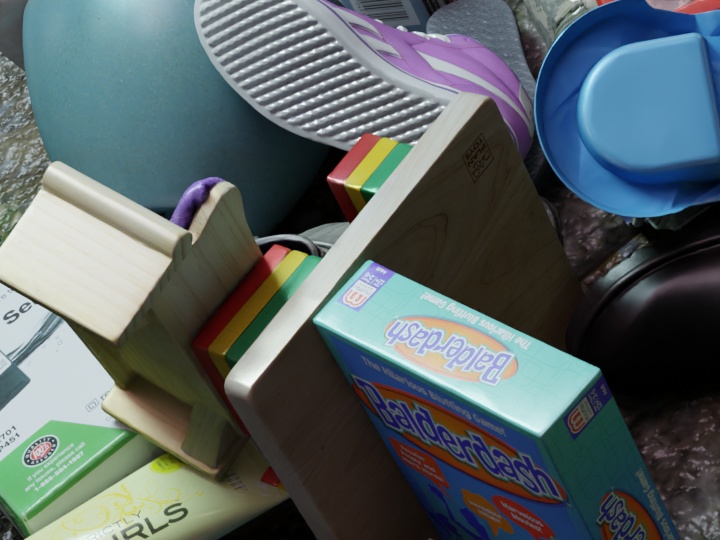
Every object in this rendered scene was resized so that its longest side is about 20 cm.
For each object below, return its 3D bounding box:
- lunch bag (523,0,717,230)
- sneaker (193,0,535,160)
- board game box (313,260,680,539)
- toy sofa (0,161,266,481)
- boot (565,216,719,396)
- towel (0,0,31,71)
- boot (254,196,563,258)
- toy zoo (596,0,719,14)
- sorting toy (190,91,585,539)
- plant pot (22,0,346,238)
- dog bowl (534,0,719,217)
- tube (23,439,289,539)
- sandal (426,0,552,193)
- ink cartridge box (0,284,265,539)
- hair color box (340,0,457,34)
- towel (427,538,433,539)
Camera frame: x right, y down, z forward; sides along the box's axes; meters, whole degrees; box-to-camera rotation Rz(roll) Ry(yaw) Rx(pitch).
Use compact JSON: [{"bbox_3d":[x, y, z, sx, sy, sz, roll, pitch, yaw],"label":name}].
[{"bbox_3d":[0.202,-0.132,1.384,0.200,0.139,0.168,-28,65,0],"label":"lunch bag"},{"bbox_3d":[0.006,-0.114,1.409,0.200,0.073,0.114,33,29,2],"label":"sneaker"},{"bbox_3d":[0.076,0.097,1.175,0.045,0.200,0.152,-46,43,-19],"label":"board game box"},{"bbox_3d":[-0.098,0.017,1.244,0.083,0.200,0.098,28,75,23],"label":"toy sofa"},{"bbox_3d":[0.215,0.042,1.244,0.211,0.080,0.158,-23,41,6],"label":"boot"},{"bbox_3d":[-0.119,-0.147,1.540,0.199,0.191,0.032,-8,67,21],"label":"towel"},{"bbox_3d":[0.000,0.000,1.362,0.200,0.131,0.068,-11,83,26],"label":"boot"},{"bbox_3d":[0.193,-0.146,1.313,0.131,0.020,0.200,-24,82,0],"label":"toy zoo"},{"bbox_3d":[0.017,0.043,1.262,0.069,0.199,0.200,17,58,40],"label":"sorting toy"},{"bbox_3d":[-0.103,-0.081,1.481,0.200,0.200,0.135,-8,68,23],"label":"plant pot"},{"bbox_3d":[0.187,-0.086,1.270,0.199,0.050,0.112,-10,83,2],"label":"dog bowl"},{"bbox_3d":[-0.136,0.145,1.304,0.200,0.052,0.058,-30,84,-11],"label":"tube"},{"bbox_3d":[0.078,-0.090,1.487,0.076,0.043,0.200,-8,40,9],"label":"sandal"},{"bbox_3d":[-0.162,0.071,1.422,0.147,0.083,0.200,-39,42,-12],"label":"ink cartridge box"},{"bbox_3d":[0.041,-0.242,1.610,0.060,0.099,0.200,-2,48,28],"label":"hair color box"},{"bbox_3d":[-0.007,0.231,1.178,0.200,0.024,0.147,-30,61,-11],"label":"towel"}]
